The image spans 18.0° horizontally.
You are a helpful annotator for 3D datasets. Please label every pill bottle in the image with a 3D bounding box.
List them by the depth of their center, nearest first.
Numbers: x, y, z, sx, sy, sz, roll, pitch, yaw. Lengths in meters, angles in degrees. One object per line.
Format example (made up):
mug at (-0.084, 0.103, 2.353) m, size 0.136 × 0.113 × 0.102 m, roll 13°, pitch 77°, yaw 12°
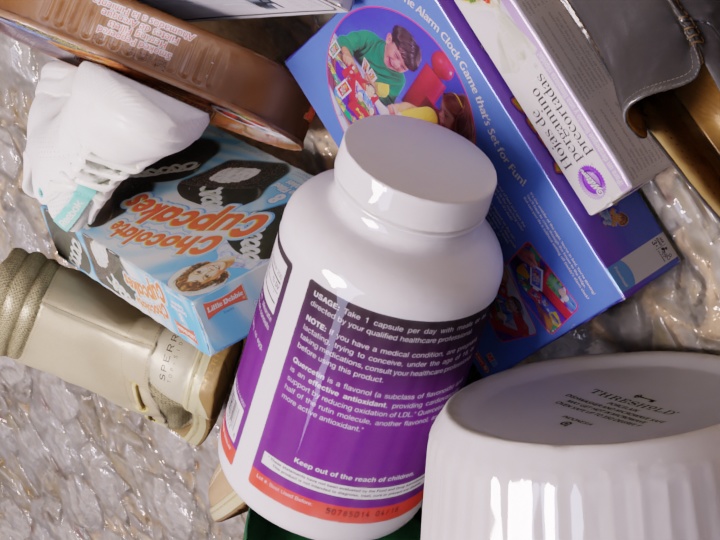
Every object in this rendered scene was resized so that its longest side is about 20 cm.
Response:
pill bottle at (0.003, 0.028, 1.119) m, size 0.112 × 0.112 × 0.201 m, roll 37°, pitch 126°, yaw 28°

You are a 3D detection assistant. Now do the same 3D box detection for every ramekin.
ramekin at (0.120, 0.103, 1.061) m, size 0.202 × 0.202 × 0.095 m, roll 8°, pitch 109°, yaw 48°

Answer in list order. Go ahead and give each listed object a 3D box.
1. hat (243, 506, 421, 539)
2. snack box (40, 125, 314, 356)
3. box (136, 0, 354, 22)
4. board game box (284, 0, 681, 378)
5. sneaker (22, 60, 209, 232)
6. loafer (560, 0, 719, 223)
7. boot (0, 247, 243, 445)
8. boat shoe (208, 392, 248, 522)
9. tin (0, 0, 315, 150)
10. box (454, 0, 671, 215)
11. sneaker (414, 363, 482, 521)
hat at (0.063, 0.163, 1.147) m, size 0.175 × 0.166 × 0.201 m, roll -25°, pitch 95°, yaw 32°
snack box at (-0.084, -0.021, 1.248) m, size 0.200 × 0.116 × 0.037 m, roll 28°, pitch 141°, yaw 55°
box at (-0.094, -0.178, 1.169) m, size 0.199 × 0.116 × 0.061 m, roll 6°, pitch 76°, yaw 56°
board game box at (0.058, -0.057, 1.144) m, size 0.201 × 0.045 × 0.134 m, roll 58°, pitch 145°, yaw 3°
sneaker at (-0.141, -0.062, 1.226) m, size 0.075 × 0.089 × 0.200 m, roll 25°, pitch 176°, yaw -19°
loafer at (0.141, -0.088, 0.995) m, size 0.200 × 0.072 × 0.073 m, roll 46°, pitch 144°, yaw 20°
boot at (-0.152, 0.046, 1.360) m, size 0.154 × 0.073 × 0.200 m, roll 20°, pitch 172°, yaw -2°
boat shoe at (-0.042, 0.083, 1.355) m, size 0.065 × 0.071 × 0.200 m, roll 55°, pitch 135°, yaw 14°
tin at (-0.117, -0.119, 1.233) m, size 0.199 × 0.042 × 0.112 m, roll 23°, pitch -179°, yaw 2°
box at (0.078, -0.123, 1.077) m, size 0.201 × 0.041 × 0.039 m, roll 57°, pitch 146°, yaw 2°
sneaker at (0.043, 0.117, 1.261) m, size 0.088 × 0.074 × 0.201 m, roll 15°, pitch 128°, yaw 48°
